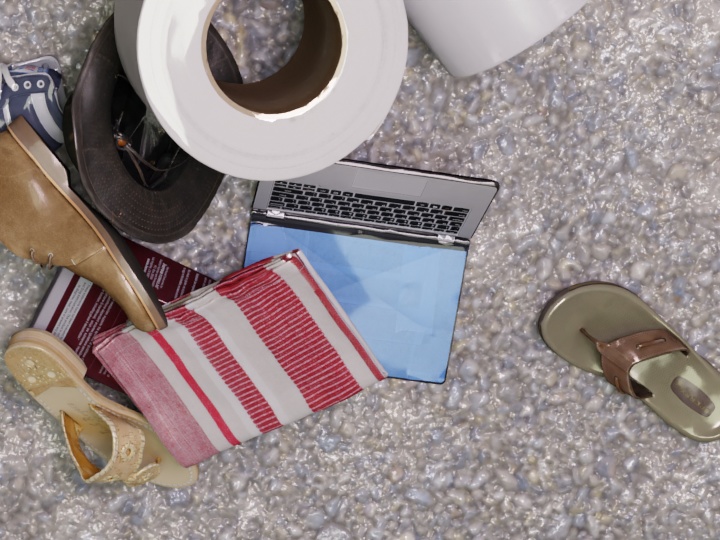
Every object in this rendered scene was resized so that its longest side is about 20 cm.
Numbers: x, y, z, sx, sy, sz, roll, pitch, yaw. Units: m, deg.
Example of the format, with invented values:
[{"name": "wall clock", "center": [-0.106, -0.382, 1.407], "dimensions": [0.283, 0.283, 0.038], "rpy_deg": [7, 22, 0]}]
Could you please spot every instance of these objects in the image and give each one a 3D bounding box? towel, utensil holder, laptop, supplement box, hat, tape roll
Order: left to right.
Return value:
[{"name": "hat", "center": [-0.182, -0.122, 1.742], "dimensions": [0.081, 0.200, 0.202], "rpy_deg": [0, 110, 39]}, {"name": "supplement box", "center": [-0.162, 0.051, 1.793], "dimensions": [0.199, 0.061, 0.109], "rpy_deg": [26, 125, -10]}, {"name": "towel", "center": [-0.098, 0.074, 1.750], "dimensions": [0.199, 0.023, 0.144], "rpy_deg": [-24, 119, 21]}, {"name": "tape roll", "center": [-0.076, -0.178, 1.624], "dimensions": [0.202, 0.139, 0.204], "rpy_deg": [-3, 104, -12]}, {"name": "laptop", "center": [0.000, 0.000, 1.782], "dimensions": [0.186, 0.200, 0.116], "rpy_deg": [7, 71, -6]}, {"name": "utensil holder", "center": [0.077, -0.275, 1.686], "dimensions": [0.170, 0.170, 0.200], "rpy_deg": [-35, 107, 6]}]

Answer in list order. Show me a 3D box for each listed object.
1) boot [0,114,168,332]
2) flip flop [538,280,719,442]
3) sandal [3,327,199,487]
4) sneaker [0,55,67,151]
[{"name": "boot", "center": [-0.228, -0.021, 1.705], "dimensions": [0.075, 0.074, 0.200], "rpy_deg": [-40, 88, -4]}, {"name": "flip flop", "center": [0.240, 0.081, 1.845], "dimensions": [0.200, 0.058, 0.081], "rpy_deg": [38, 100, -12]}, {"name": "sandal", "center": [-0.221, 0.140, 1.795], "dimensions": [0.077, 0.070, 0.212], "rpy_deg": [-20, 127, 34]}, {"name": "sneaker", "center": [-0.309, -0.159, 1.737], "dimensions": [0.108, 0.070, 0.200], "rpy_deg": [-36, 111, 11]}]
